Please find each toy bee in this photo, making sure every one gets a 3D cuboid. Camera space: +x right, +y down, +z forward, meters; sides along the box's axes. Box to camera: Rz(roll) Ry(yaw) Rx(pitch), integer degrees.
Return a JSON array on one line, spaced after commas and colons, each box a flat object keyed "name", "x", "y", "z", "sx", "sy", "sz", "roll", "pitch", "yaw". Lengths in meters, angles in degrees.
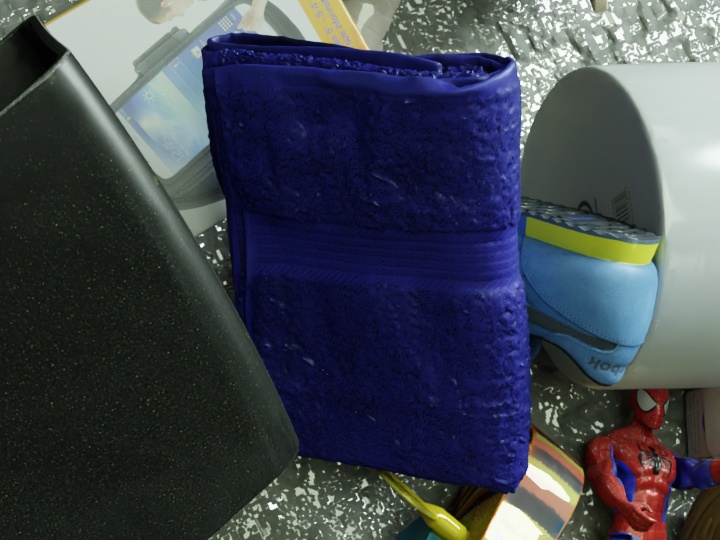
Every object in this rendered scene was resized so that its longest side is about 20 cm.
[{"name": "toy bee", "x": 0.057, "y": 0.155, "z": 0.740, "sx": 0.131, "sy": 0.109, "sz": 0.200, "roll": 20, "pitch": 71, "yaw": -17}]

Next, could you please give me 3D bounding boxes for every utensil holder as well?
[{"name": "utensil holder", "x": 0.199, "y": -0.024, "z": 0.807, "sx": 0.200, "sy": 0.170, "sz": 0.170, "roll": -2, "pitch": 78, "yaw": -18}]

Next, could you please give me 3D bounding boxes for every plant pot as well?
[{"name": "plant pot", "x": -0.139, "y": 0.035, "z": 0.634, "sx": 0.200, "sy": 0.200, "sz": 0.177, "roll": -42, "pitch": 110, "yaw": -3}]

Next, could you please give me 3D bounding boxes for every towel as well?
[{"name": "towel", "x": 0.000, "y": 0.000, "z": 0.698, "sx": 0.050, "sy": 0.148, "sz": 0.200, "roll": -40, "pitch": 132, "yaw": -51}]

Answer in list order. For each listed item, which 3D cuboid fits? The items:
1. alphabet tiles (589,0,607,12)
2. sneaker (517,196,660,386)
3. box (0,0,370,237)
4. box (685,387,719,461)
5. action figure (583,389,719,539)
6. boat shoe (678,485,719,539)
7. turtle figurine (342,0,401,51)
[{"name": "alphabet tiles", "x": 0.110, "y": -0.238, "z": 0.808, "sx": 0.015, "sy": 0.200, "sz": 0.196, "roll": -7, "pitch": 118, "yaw": 3}, {"name": "sneaker", "x": 0.047, "y": -0.003, "z": 0.749, "sx": 0.066, "sy": 0.200, "sz": 0.079, "roll": -4, "pitch": 109, "yaw": -47}, {"name": "box", "x": -0.094, "y": -0.074, "z": 0.744, "sx": 0.200, "sy": 0.041, "sz": 0.119, "roll": -33, "pitch": 101, "yaw": -12}, {"name": "box", "x": 0.272, "y": 0.087, "z": 0.874, "sx": 0.200, "sy": 0.039, "sz": 0.041, "roll": 6, "pitch": 77, "yaw": -20}, {"name": "action figure", "x": 0.147, "y": 0.145, "z": 0.785, "sx": 0.065, "sy": 0.099, "sz": 0.200, "roll": 13, "pitch": 71, "yaw": -19}, {"name": "boat shoe", "x": 0.207, "y": 0.205, "z": 0.811, "sx": 0.069, "sy": 0.074, "sz": 0.200, "roll": 10, "pitch": 73, "yaw": -39}, {"name": "turtle figurine", "x": 0.023, "y": -0.212, "z": 0.833, "sx": 0.144, "sy": 0.200, "sz": 0.194, "roll": 39, "pitch": 88, "yaw": -37}]
